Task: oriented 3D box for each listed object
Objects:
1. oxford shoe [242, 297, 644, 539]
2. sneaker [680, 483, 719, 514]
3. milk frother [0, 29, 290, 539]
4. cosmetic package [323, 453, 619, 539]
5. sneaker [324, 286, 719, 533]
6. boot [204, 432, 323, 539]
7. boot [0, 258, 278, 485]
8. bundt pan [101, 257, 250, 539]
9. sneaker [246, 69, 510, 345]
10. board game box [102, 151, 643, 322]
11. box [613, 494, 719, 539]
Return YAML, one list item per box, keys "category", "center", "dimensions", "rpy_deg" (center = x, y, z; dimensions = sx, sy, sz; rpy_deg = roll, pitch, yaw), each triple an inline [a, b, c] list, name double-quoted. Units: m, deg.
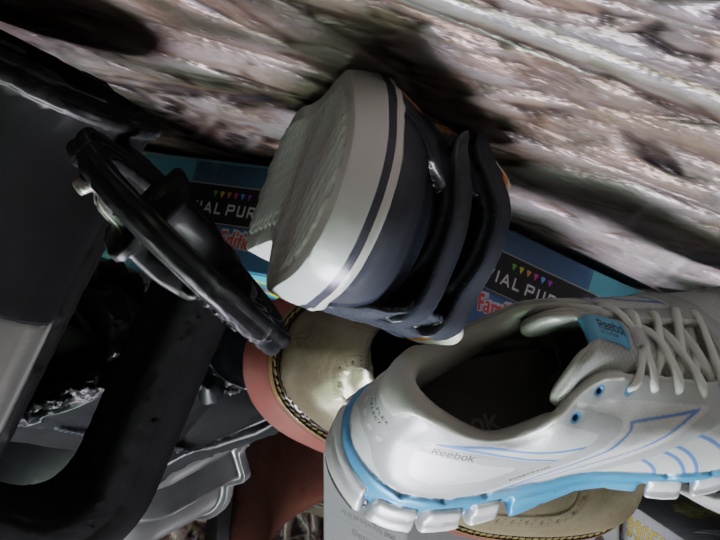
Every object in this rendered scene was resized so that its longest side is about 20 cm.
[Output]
- category: "oxford shoe"
  center: [0.049, 0.065, 1.110]
  dimensions: [0.199, 0.071, 0.075]
  rpy_deg: [21, 166, -37]
- category: "sneaker"
  center: [0.195, 0.087, 1.115]
  dimensions: [0.199, 0.074, 0.116]
  rpy_deg: [15, 176, 23]
- category: "milk frother"
  center: [-0.130, 0.026, 0.945]
  dimensions: [0.180, 0.189, 0.200]
  rpy_deg: [25, -173, -7]
- category: "cosmetic package"
  center: [0.047, 0.146, 1.234]
  dimensions: [0.112, 0.201, 0.081]
  rpy_deg: [-8, -168, -26]
- category: "sneaker"
  center: [0.090, 0.039, 1.014]
  dimensions: [0.199, 0.075, 0.087]
  rpy_deg: [-14, 156, -20]
- category: "boot"
  center: [0.029, 0.110, 1.454]
  dimensions: [0.199, 0.189, 0.069]
  rpy_deg: [18, 131, 2]
- category: "boot"
  center: [-0.126, 0.056, 1.182]
  dimensions: [0.198, 0.074, 0.162]
  rpy_deg: [-23, 163, 24]
- category: "bundt pan"
  center: [-0.149, 0.054, 1.361]
  dimensions: [0.201, 0.076, 0.203]
  rpy_deg: [25, 133, 29]
- category: "sneaker"
  center: [0.013, -0.018, 0.932]
  dimensions: [0.079, 0.079, 0.200]
  rpy_deg: [22, -178, -6]
- category: "board game box"
  center: [0.000, 0.000, 1.189]
  dimensions: [0.151, 0.047, 0.199]
  rpy_deg: [24, 170, -42]
- category: "box"
  center: [0.175, 0.117, 1.272]
  dimensions: [0.158, 0.049, 0.200]
  rpy_deg: [0, -163, -28]
